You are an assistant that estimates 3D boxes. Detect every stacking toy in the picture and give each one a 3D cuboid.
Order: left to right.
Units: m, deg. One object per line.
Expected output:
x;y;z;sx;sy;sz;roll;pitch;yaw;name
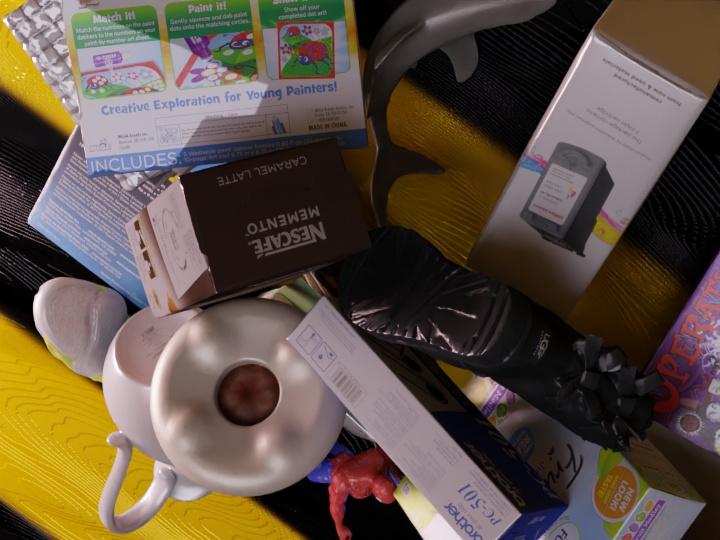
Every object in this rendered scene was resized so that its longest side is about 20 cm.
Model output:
-0.071;0.114;1.092;0.146;0.147;0.200;20;166;13;stacking toy

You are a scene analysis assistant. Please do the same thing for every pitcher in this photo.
-0.166;0.131;1.193;0.121;0.172;0.200;36;156;27;pitcher

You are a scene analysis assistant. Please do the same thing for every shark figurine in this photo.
0.029;-0.141;0.999;0.128;0.090;0.215;35;128;3;shark figurine

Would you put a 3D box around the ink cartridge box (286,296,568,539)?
0.045;0.103;0.948;0.044;0.094;0.200;-49;66;14;ink cartridge box

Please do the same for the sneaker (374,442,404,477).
0.088;0.180;1.162;0.200;0.079;0.079;37;93;18;sneaker

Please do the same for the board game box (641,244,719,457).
0.289;0.044;1.003;0.120;0.032;0.200;30;117;10;board game box

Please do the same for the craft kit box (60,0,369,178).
-0.102;-0.173;0.955;0.199;0.049;0.198;-6;110;0;craft kit box

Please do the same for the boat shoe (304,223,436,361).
-0.005;0.004;1.105;0.202;0.075;0.075;48;171;-10;boat shoe

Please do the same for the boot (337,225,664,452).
0.093;0.047;0.929;0.162;0.074;0.198;31;175;-36;boot

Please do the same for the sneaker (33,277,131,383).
-0.242;0.054;1.233;0.105;0.076;0.200;20;164;34;sneaker

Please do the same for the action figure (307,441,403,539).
-0.008;0.188;1.189;0.099;0.065;0.200;65;160;-11;action figure

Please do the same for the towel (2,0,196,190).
-0.130;-0.173;1.021;0.200;0.086;0.166;-34;105;9;towel

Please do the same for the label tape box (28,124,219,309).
-0.172;-0.074;1.159;0.144;0.063;0.200;37;129;-2;label tape box

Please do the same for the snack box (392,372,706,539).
0.128;0.164;1.014;0.068;0.200;0.169;18;110;-37;snack box

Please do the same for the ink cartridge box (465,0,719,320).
0.163;-0.089;0.926;0.085;0.148;0.200;30;132;6;ink cartridge box

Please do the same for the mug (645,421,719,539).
0.213;0.194;1.085;0.150;0.186;0.153;58;147;27;mug

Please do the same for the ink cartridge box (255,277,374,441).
-0.026;0.074;1.125;0.145;0.048;0.200;42;171;-6;ink cartridge box

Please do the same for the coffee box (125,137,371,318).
-0.085;-0.025;0.984;0.200;0.114;0.080;160;93;-71;coffee box
